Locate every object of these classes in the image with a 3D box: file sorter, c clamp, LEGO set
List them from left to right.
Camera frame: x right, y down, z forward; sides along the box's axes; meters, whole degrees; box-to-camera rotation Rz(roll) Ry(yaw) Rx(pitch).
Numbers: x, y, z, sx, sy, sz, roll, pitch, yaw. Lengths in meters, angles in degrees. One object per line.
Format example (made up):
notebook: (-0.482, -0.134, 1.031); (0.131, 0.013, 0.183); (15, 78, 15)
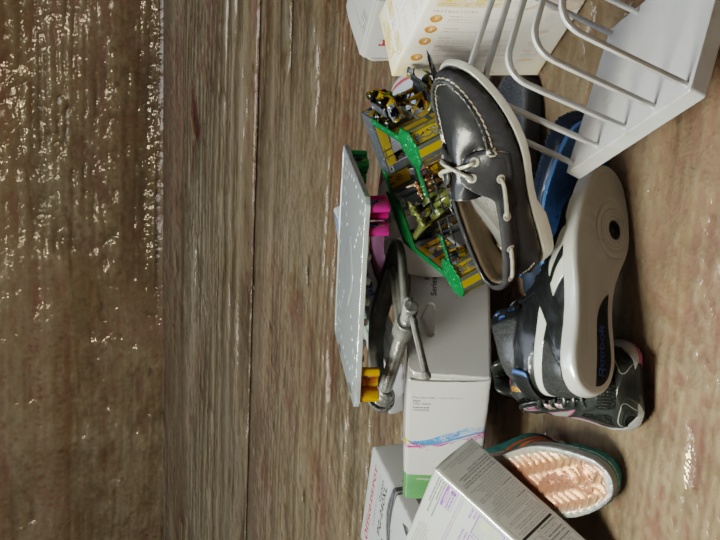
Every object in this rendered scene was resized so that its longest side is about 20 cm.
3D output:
c clamp: (0.027, 0.066, 1.328); (0.200, 0.027, 0.172); (107, 160, -59)
LEGO set: (0.092, -0.090, 1.245); (0.201, 0.115, 0.154); (67, 166, -21)
file sorter: (0.176, -0.182, 1.065); (0.200, 0.124, 0.140); (144, 147, -68)

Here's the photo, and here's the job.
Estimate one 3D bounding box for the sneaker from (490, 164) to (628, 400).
sneaker: (0.162, 0.011, 1.199); (0.111, 0.073, 0.202); (-10, 64, 47)

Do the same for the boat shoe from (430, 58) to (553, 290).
boat shoe: (0.094, -0.072, 1.109); (0.074, 0.060, 0.201); (26, 149, 45)

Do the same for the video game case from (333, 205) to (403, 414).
video game case: (0.010, 0.047, 1.547); (0.200, 0.022, 0.184); (86, 166, -68)

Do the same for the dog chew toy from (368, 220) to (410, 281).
dog chew toy: (0.062, -0.012, 1.541); (0.200, 0.123, 0.126); (124, 139, -74)

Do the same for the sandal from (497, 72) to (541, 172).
sandal: (0.159, -0.091, 1.357); (0.076, 0.042, 0.202); (1, 85, 65)

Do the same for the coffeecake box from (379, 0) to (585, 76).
coffeecake box: (0.119, -0.258, 1.251); (0.200, 0.152, 0.074); (121, 142, -59)

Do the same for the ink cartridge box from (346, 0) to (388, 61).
ink cartridge box: (0.077, -0.309, 1.382); (0.201, 0.145, 0.085); (109, 152, -48)

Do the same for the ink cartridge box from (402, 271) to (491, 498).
ink cartridge box: (0.086, 0.117, 1.429); (0.201, 0.083, 0.146); (90, -178, -47)

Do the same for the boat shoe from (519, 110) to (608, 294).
boat shoe: (0.166, -0.055, 1.258); (0.069, 0.084, 0.201); (48, 137, 45)

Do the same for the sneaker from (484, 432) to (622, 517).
sneaker: (0.175, 0.183, 1.312); (0.199, 0.080, 0.072); (-9, 101, 51)

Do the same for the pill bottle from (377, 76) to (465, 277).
pill bottle: (0.074, -0.100, 1.408); (0.109, 0.108, 0.202); (119, 162, -58)

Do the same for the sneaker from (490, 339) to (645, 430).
sneaker: (0.179, 0.105, 1.246); (0.200, 0.086, 0.081); (168, 96, -71)

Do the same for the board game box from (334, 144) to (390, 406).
board game box: (0.000, 0.000, 1.348); (0.200, 0.026, 0.202); (-108, 20, -70)

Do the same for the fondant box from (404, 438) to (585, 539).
fondant box: (0.140, 0.273, 1.297); (0.200, 0.058, 0.145); (42, 142, 21)

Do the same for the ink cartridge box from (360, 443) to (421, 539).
ink cartridge box: (0.071, 0.314, 1.619); (0.200, 0.083, 0.146); (-120, 32, -53)
